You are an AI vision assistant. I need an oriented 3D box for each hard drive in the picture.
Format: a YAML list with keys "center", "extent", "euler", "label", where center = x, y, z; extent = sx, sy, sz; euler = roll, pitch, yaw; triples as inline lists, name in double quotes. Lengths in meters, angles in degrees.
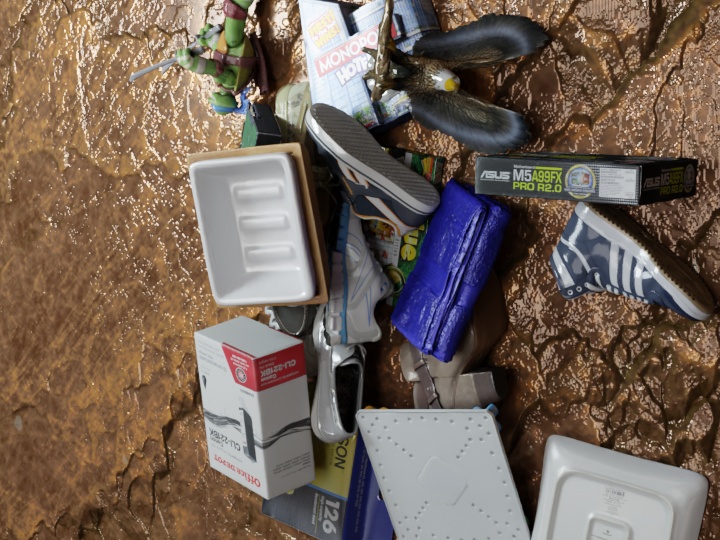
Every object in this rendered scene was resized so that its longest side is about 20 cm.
- center: [-0.142, -0.107, 1.784]
  extent: [0.140, 0.038, 0.201]
  euler: [-115, 34, -66]
  label: "hard drive"

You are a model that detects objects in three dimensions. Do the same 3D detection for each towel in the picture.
- center: [0.102, -0.004, 1.637]
  extent: [0.148, 0.049, 0.201]
  euler: [38, 108, 61]
  label: "towel"

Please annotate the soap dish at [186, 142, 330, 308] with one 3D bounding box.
- center: [-0.120, -0.057, 1.668]
  extent: [0.156, 0.081, 0.201]
  euler: [-4, 106, 23]
  label: "soap dish"

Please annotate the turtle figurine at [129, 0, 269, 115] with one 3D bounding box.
- center: [-0.209, -0.319, 1.817]
  extent: [0.199, 0.144, 0.195]
  euler: [28, 107, 26]
  label: "turtle figurine"

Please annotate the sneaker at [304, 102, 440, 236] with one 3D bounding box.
- center: [-0.001, -0.119, 1.679]
  extent: [0.200, 0.078, 0.079]
  euler: [41, 127, 3]
  label: "sneaker"

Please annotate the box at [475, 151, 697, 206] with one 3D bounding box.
- center: [0.250, -0.105, 1.505]
  extent: [0.199, 0.160, 0.045]
  euler: [7, 101, 35]
  label: "box"

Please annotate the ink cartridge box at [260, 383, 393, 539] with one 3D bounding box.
- center: [-0.038, 0.265, 1.821]
  extent: [0.199, 0.047, 0.199]
  euler: [16, 103, 35]
  label: "ink cartridge box"

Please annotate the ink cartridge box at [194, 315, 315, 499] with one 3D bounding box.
- center: [-0.138, 0.178, 1.772]
  extent: [0.144, 0.083, 0.201]
  euler: [18, 119, 49]
  label: "ink cartridge box"

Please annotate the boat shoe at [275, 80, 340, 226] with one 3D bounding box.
- center: [-0.067, -0.149, 1.776]
  extent: [0.062, 0.073, 0.201]
  euler: [-9, 89, 38]
  label: "boat shoe"

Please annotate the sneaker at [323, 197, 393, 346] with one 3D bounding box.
- center: [0.000, 0.000, 1.731]
  extent: [0.075, 0.086, 0.201]
  euler: [135, 138, -76]
  label: "sneaker"

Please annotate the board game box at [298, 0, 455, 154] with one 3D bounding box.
- center: [0.005, -0.277, 1.718]
  extent: [0.199, 0.062, 0.201]
  euler: [-24, 82, 35]
  label: "board game box"

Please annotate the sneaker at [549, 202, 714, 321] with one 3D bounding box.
- center: [0.301, 0.014, 1.537]
  extent: [0.200, 0.070, 0.109]
  euler: [45, 118, 25]
  label: "sneaker"

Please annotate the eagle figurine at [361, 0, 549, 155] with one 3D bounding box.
- center: [0.107, -0.228, 1.602]
  extent: [0.152, 0.199, 0.152]
  euler: [118, 151, -46]
  label: "eagle figurine"

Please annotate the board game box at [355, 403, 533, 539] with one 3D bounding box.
- center: [0.107, 0.256, 1.689]
  extent: [0.199, 0.026, 0.201]
  euler: [-4, 114, 35]
  label: "board game box"

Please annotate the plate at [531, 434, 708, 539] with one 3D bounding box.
- center: [0.292, 0.312, 1.586]
  extent: [0.199, 0.032, 0.201]
  euler: [13, 101, 27]
  label: "plate"

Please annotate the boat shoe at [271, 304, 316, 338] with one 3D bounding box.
- center: [-0.093, -0.005, 1.743]
  extent: [0.066, 0.057, 0.201]
  euler: [5, 104, 16]
  label: "boat shoe"

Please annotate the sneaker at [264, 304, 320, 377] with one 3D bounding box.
- center: [-0.089, 0.050, 1.825]
  extent: [0.081, 0.075, 0.201]
  euler: [-18, 82, 15]
  label: "sneaker"

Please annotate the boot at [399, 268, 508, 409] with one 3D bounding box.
- center: [0.110, 0.090, 1.686]
  extent: [0.146, 0.070, 0.201]
  euler: [-11, 81, 44]
  label: "boot"

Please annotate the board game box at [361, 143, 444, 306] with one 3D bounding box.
- center: [0.047, -0.055, 1.738]
  extent: [0.104, 0.023, 0.201]
  euler: [14, 103, 31]
  label: "board game box"

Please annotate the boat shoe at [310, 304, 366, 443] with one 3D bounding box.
- center: [-0.022, 0.120, 1.745]
  extent: [0.068, 0.072, 0.201]
  euler: [-15, 61, 52]
  label: "boat shoe"
